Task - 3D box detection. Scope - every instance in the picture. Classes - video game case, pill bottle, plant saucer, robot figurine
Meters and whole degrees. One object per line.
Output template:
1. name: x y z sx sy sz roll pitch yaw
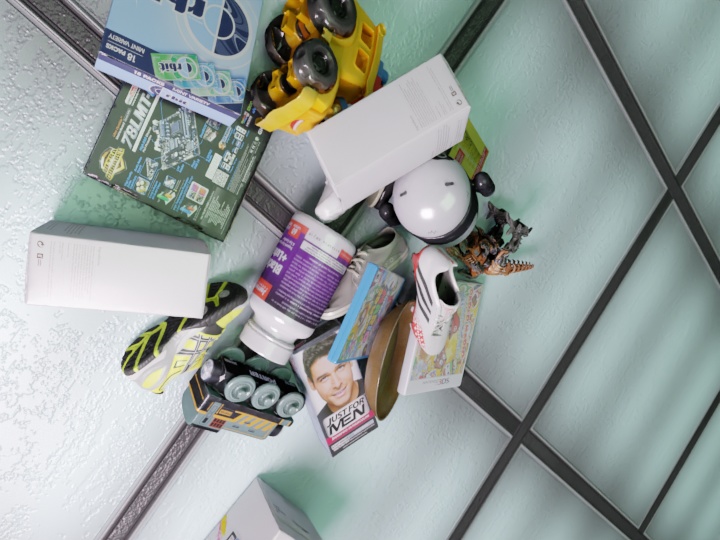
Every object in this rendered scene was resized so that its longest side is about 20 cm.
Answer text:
1. video game case: 0.150 0.118 0.980 0.178 0.022 0.208 4 100 -47
2. pill bottle: -0.097 0.028 0.802 0.110 0.111 0.205 30 87 -30
3. video game case: 0.015 0.068 0.824 0.147 0.017 0.199 -66 164 1
4. plant saucer: 0.049 0.145 0.904 0.199 0.034 0.208 15 89 -71
5. robot figurine: 0.118 -0.107 0.831 0.152 0.124 0.199 -54 162 7

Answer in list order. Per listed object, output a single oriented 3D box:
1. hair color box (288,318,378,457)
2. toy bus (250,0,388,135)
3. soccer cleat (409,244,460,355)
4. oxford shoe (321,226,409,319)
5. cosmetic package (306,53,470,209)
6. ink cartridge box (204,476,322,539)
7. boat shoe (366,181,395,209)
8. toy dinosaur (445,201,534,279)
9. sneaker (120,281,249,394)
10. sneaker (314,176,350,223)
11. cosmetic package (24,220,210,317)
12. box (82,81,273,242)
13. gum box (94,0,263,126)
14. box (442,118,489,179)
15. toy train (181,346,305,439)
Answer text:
1. hair color box: -0.048 0.193 0.898 0.097 0.060 0.206 -26 112 -20
2. toy bus: -0.036 -0.260 0.737 0.189 0.133 0.207 27 67 -39
3. soccer cleat: 0.123 0.058 0.852 0.067 0.085 0.207 -21 122 -27
4. oxford shoe: 0.000 0.000 0.870 0.199 0.074 0.059 -43 125 -21
5. cosmetic package: 0.038 -0.174 0.704 0.195 0.108 0.087 -28 80 -1
6. ink cartridge box: -0.165 0.478 0.855 0.201 0.144 0.148 -48 119 -9
7. boat shoe: 0.071 -0.186 0.862 0.062 0.073 0.207 27 84 -22
8. toy dinosaur: 0.243 -0.042 0.999 0.196 0.102 0.139 8 114 -47
9. sneaker: -0.240 0.093 0.772 0.197 0.075 0.078 -36 131 -10
10. sneaker: -0.028 -0.162 0.809 0.099 0.077 0.203 38 59 -16
11. cosmetic package: -0.292 -0.003 0.671 0.193 0.107 0.088 8 98 -21
12. box: -0.230 -0.173 0.716 0.194 0.049 0.206 26 87 -28
13. gum box: -0.210 -0.308 0.657 0.166 0.044 0.208 17 73 -33
14. box: 0.149 -0.202 0.864 0.199 0.049 0.077 26 89 -61
15. toy train: -0.171 0.193 0.810 0.115 0.086 0.198 -48 136 9
